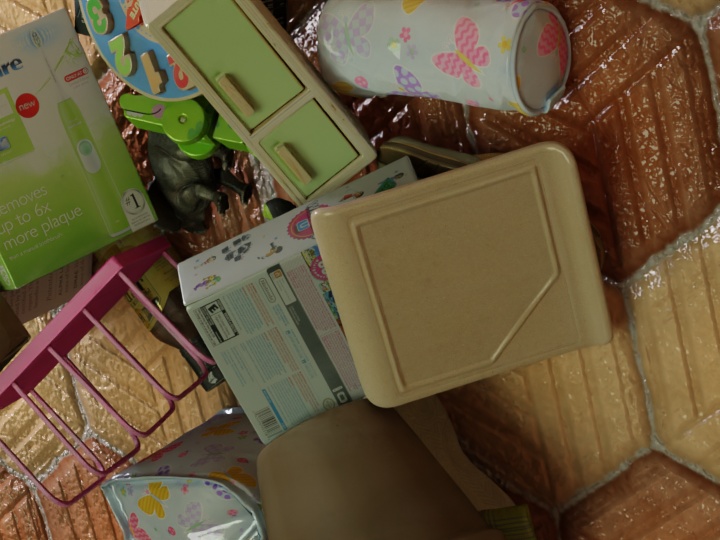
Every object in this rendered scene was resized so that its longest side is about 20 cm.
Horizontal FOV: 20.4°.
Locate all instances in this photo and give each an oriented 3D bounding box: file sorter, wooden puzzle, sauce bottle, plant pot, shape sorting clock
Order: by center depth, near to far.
[{"bbox_3d":[0.078,0.003,1.501,0.198,0.037,0.186,-14,123,4],"label":"wooden puzzle"},{"bbox_3d":[0.004,0.202,1.569,0.200,0.199,0.175,-41,69,44],"label":"plant pot"},{"bbox_3d":[-0.161,-0.235,1.605,0.199,0.039,0.202,14,114,35],"label":"shape sorting clock"},{"bbox_3d":[-0.217,0.090,1.743,0.125,0.139,0.200,46,104,2],"label":"file sorter"},{"bbox_3d":[-0.181,0.018,1.828,0.201,0.065,0.065,54,135,4],"label":"sauce bottle"}]

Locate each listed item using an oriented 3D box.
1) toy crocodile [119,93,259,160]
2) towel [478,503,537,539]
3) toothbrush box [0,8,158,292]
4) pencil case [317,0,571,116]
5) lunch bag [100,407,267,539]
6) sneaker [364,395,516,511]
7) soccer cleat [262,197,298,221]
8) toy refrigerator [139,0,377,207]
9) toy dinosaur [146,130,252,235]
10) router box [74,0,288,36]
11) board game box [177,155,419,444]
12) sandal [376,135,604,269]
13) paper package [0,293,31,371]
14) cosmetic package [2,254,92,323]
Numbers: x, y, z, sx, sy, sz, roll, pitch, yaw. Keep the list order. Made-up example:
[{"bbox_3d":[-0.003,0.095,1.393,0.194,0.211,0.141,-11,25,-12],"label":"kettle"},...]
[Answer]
[{"bbox_3d":[-0.103,-0.121,1.654,0.198,0.067,0.062,12,82,16],"label":"toy crocodile"},{"bbox_3d":[0.077,0.261,1.675,0.199,0.023,0.145,-11,113,34],"label":"towel"},{"bbox_3d":[-0.286,-0.101,1.721,0.086,0.145,0.202,-10,105,64],"label":"toothbrush box"},{"bbox_3d":[0.060,-0.166,1.514,0.199,0.083,0.092,9,115,38],"label":"pencil case"},{"bbox_3d":[-0.098,0.200,1.771,0.199,0.169,0.128,-11,104,42],"label":"lunch bag"},{"bbox_3d":[0.049,0.173,1.696,0.084,0.075,0.201,-40,83,40],"label":"sneaker"},{"bbox_3d":[0.000,0.000,1.615,0.200,0.081,0.068,46,-176,-27],"label":"soccer cleat"},{"bbox_3d":[-0.077,-0.146,1.539,0.076,0.070,0.200,-37,117,7],"label":"toy refrigerator"},{"bbox_3d":[-0.150,-0.102,1.735,0.101,0.077,0.202,11,122,22],"label":"toy dinosaur"},{"bbox_3d":[-0.151,-0.258,1.657,0.199,0.062,0.151,16,115,34],"label":"router box"},{"bbox_3d":[-0.020,0.024,1.547,0.199,0.064,0.148,-25,123,4],"label":"board game box"},{"bbox_3d":[0.105,-0.059,1.545,0.199,0.054,0.081,27,141,22],"label":"sandal"},{"bbox_3d":[-0.405,0.041,1.726,0.201,0.103,0.191,53,133,8],"label":"paper package"},{"bbox_3d":[-0.373,-0.047,1.868,0.164,0.199,0.166,26,126,30],"label":"cosmetic package"}]
